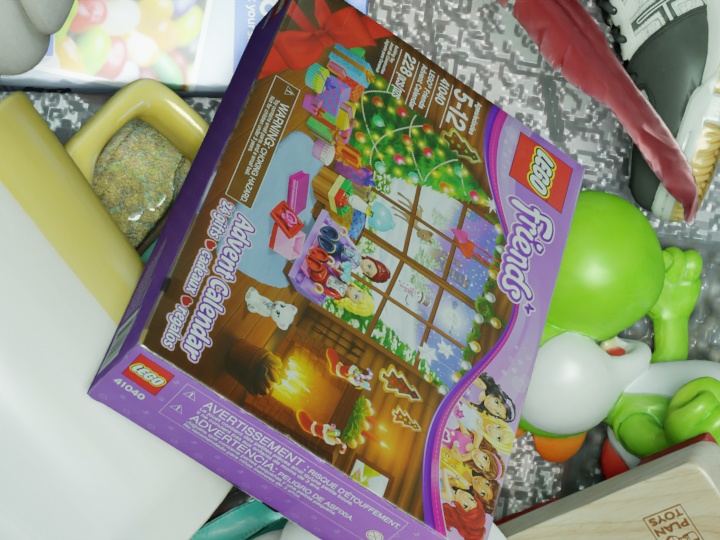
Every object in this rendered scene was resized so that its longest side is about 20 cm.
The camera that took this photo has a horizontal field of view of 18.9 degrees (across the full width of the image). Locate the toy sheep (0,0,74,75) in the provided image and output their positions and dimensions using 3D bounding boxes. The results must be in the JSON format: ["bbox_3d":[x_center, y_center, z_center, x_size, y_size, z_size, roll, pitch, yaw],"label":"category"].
[{"bbox_3d":[-0.164,-0.105,0.734,0.200,0.138,0.138,-19,92,6],"label":"toy sheep"}]

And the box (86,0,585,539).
[{"bbox_3d":[0.000,0.000,0.764,0.137,0.039,0.200,34,45,-15],"label":"box"}]

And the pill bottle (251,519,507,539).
[{"bbox_3d":[-0.028,0.168,0.798,0.114,0.114,0.200,38,121,-5],"label":"pill bottle"}]

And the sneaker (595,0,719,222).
[{"bbox_3d":[0.118,-0.120,0.890,0.088,0.076,0.200,6,83,6],"label":"sneaker"}]

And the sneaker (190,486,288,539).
[{"bbox_3d":[-0.019,0.052,0.857,0.200,0.084,0.121,-42,89,2],"label":"sneaker"}]

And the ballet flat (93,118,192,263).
[{"bbox_3d":[-0.129,0.018,0.862,0.071,0.071,0.200,41,86,-5],"label":"ballet flat"}]

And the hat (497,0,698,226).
[{"bbox_3d":[0.070,-0.159,0.804,0.176,0.200,0.166,24,74,26],"label":"hat"}]

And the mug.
[{"bbox_3d":[-0.109,0.030,0.757,0.187,0.149,0.153,-43,96,3],"label":"mug"}]

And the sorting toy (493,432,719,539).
[{"bbox_3d":[0.119,0.168,0.832,0.199,0.200,0.070,56,39,-7],"label":"sorting toy"}]

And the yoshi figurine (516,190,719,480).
[{"bbox_3d":[0.129,0.038,0.872,0.200,0.112,0.112,29,71,-3],"label":"yoshi figurine"}]

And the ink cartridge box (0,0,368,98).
[{"bbox_3d":[-0.093,-0.131,0.876,0.200,0.042,0.119,1,90,-8],"label":"ink cartridge box"}]
